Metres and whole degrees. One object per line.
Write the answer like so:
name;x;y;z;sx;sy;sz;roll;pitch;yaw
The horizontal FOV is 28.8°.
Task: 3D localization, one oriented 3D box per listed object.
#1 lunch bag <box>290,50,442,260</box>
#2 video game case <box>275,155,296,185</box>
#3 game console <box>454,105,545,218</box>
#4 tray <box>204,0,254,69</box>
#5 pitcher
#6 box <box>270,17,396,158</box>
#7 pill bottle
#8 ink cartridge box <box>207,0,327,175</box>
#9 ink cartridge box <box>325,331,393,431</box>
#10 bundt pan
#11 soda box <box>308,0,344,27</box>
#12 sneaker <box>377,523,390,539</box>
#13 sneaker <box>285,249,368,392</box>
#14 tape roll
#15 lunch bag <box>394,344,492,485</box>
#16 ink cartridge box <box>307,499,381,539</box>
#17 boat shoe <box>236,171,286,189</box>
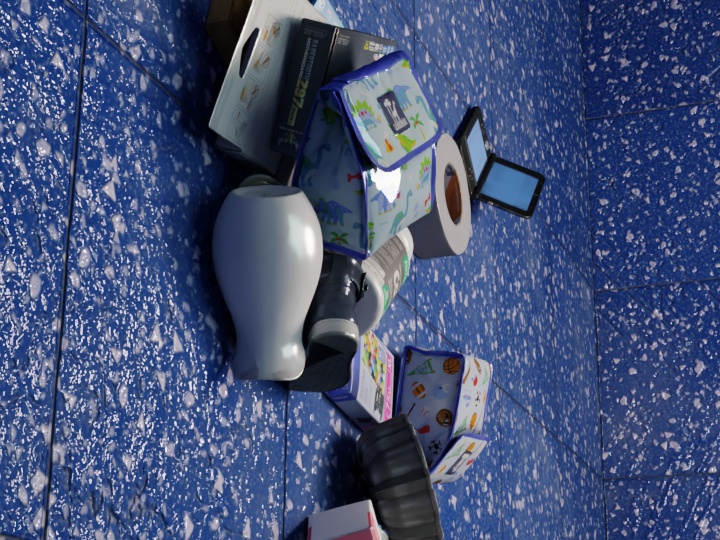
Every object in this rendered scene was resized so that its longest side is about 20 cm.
lunch bag;0.008;-0.137;1.602;0.170;0.127;0.200;-37;132;-53
video game case;-0.039;-0.162;1.793;0.200;0.023;0.182;-69;157;-4
game console;0.262;-0.205;2.624;0.200;0.118;0.171;-62;141;-59
tray;-0.122;-0.258;1.687;0.200;0.037;0.099;59;30;-47
pitcher;-0.103;0.005;1.568;0.172;0.121;0.200;-103;-168;-76
box;-0.028;-0.211;1.677;0.200;0.051;0.158;-8;115;-67
pill bottle;0.000;0.000;1.829;0.200;0.113;0.113;-55;135;-61
ink cartridge box;-0.117;-0.227;1.587;0.174;0.044;0.200;32;75;-63
ink cartridge box;-0.004;0.135;1.890;0.200;0.042;0.120;48;40;-56
bundt pan;0.045;0.291;1.840;0.202;0.076;0.202;167;-90;-81
soda box;-0.053;-0.281;1.814;0.064;0.068;0.200;-62;148;-17
sneaker;0.001;0.393;1.769;0.085;0.077;0.200;-56;134;-51
sneaker;-0.043;0.053;1.658;0.202;0.077;0.146;121;-29;-58
tape roll;0.121;-0.120;2.279;0.200;0.066;0.201;-6;90;-70
lunch bag;0.123;0.222;2.103;0.170;0.124;0.200;24;75;-67
ink cartridge box;0.001;0.390;1.661;0.147;0.083;0.200;-115;-170;-86
boat shoe;-0.095;-0.065;1.662;0.199;0.074;0.066;44;15;-48
